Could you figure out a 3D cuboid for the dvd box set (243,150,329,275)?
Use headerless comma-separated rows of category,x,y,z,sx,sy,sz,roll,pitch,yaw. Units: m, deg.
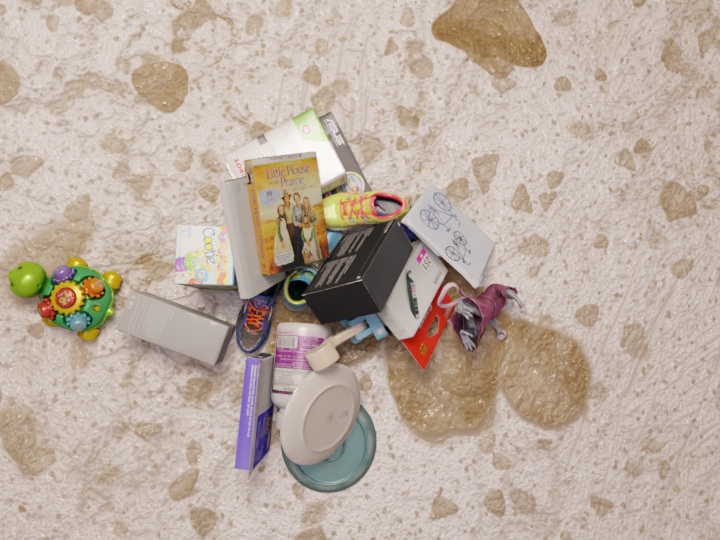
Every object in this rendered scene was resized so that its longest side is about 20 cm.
dvd box set,-0.128,-0.106,0.981,0.145,0.029,0.203,-18,107,-42

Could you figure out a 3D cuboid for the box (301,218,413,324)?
box,0.000,0.000,1.025,0.079,0.140,0.201,56,39,-22

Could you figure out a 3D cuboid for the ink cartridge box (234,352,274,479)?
ink cartridge box,-0.197,0.260,1.018,0.043,0.200,0.201,5,85,0

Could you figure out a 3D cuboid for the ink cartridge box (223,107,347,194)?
ink cartridge box,-0.144,-0.199,1.071,0.198,0.084,0.147,-28,88,0

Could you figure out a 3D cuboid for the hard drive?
hard drive,-0.188,-0.066,0.974,0.026,0.132,0.203,-1,106,24

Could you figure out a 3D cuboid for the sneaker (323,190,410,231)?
sneaker,0.004,-0.126,1.076,0.197,0.090,0.079,-7,88,-2

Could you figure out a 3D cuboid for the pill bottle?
pill bottle,-0.117,0.207,1.066,0.111,0.112,0.203,5,80,-5

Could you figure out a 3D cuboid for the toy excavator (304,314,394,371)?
toy excavator,-0.012,0.111,1.054,0.199,0.194,0.101,-31,99,-1

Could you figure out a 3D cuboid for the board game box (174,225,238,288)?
board game box,-0.276,-0.019,1.033,0.102,0.200,0.106,2,85,-5

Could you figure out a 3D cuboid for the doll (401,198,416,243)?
doll,0.078,-0.044,1.142,0.135,0.048,0.203,-7,86,-4

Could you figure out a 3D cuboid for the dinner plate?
dinner plate,-0.065,0.275,1.026,0.199,0.024,0.203,-19,117,-42

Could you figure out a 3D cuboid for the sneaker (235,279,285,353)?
sneaker,-0.205,0.067,1.094,0.074,0.078,0.202,15,84,-3

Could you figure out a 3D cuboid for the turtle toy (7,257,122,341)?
turtle toy,-0.572,0.046,1.051,0.198,0.101,0.147,22,84,-3

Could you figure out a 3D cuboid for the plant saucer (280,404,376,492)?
plant saucer,-0.064,0.353,1.110,0.197,0.027,0.203,0,85,-4

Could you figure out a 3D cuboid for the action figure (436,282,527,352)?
action figure,0.252,0.076,1.116,0.149,0.135,0.199,41,45,16

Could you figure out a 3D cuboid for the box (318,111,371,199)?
box,-0.086,-0.206,1.142,0.159,0.044,0.202,-26,88,-5

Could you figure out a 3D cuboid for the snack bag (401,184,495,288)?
snack bag,0.187,-0.074,1.108,0.200,0.021,0.189,42,38,-3

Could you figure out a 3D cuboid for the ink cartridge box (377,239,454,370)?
ink cartridge box,0.123,0.063,1.066,0.174,0.043,0.201,51,46,-17

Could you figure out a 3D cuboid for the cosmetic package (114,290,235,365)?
cosmetic package,-0.354,0.112,1.064,0.198,0.107,0.091,24,83,-1

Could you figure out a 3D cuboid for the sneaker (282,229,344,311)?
sneaker,-0.088,-0.009,1.084,0.079,0.131,0.202,28,83,-3
